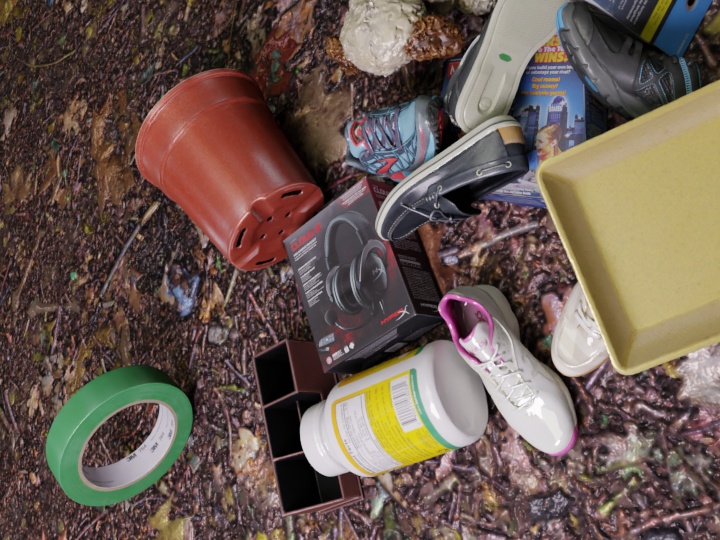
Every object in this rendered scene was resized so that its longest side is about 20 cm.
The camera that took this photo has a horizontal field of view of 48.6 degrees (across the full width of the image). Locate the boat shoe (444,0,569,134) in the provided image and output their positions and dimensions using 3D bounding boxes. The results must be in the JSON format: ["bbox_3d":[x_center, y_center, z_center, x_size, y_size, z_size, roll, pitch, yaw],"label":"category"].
[{"bbox_3d":[0.146,-0.235,0.796,0.202,0.071,0.068,-61,21,15],"label":"boat shoe"}]

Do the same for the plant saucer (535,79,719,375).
[{"bbox_3d":[0.279,-0.038,0.693,0.197,0.048,0.203,-23,88,16],"label":"plant saucer"}]

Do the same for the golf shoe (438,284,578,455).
[{"bbox_3d":[0.142,0.099,0.807,0.075,0.091,0.201,-45,59,22],"label":"golf shoe"}]

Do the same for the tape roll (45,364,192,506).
[{"bbox_3d":[-0.329,0.228,1.101,0.048,0.199,0.203,36,105,37],"label":"tape roll"}]

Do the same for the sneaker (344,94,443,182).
[{"bbox_3d":[0.030,-0.140,0.879,0.200,0.094,0.081,150,125,-74],"label":"sneaker"}]

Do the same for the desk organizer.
[{"bbox_3d":[-0.067,0.189,0.972,0.071,0.076,0.203,-28,66,32],"label":"desk organizer"}]

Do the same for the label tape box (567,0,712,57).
[{"bbox_3d":[0.251,-0.303,0.731,0.063,0.198,0.146,42,109,53],"label":"label tape box"}]

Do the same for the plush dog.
[{"bbox_3d":[0.040,-0.301,0.898,0.197,0.160,0.174,-1,65,37],"label":"plush dog"}]

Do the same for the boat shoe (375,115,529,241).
[{"bbox_3d":[0.091,-0.078,0.816,0.199,0.074,0.063,-35,69,35],"label":"boat shoe"}]

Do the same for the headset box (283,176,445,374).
[{"bbox_3d":[0.000,0.000,0.950,0.148,0.077,0.203,-33,64,31],"label":"headset box"}]

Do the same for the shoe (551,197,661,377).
[{"bbox_3d":[0.239,0.013,0.765,0.070,0.053,0.202,40,107,36],"label":"shoe"}]

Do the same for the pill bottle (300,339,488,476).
[{"bbox_3d":[0.031,0.160,0.874,0.198,0.112,0.115,-27,66,32],"label":"pill bottle"}]

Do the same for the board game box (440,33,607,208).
[{"bbox_3d":[0.179,-0.173,0.842,0.198,0.061,0.204,11,89,40],"label":"board game box"}]

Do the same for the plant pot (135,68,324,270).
[{"bbox_3d":[-0.158,-0.120,1.037,0.201,0.200,0.196,-51,63,21],"label":"plant pot"}]

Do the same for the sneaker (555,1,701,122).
[{"bbox_3d":[0.260,-0.178,0.735,0.082,0.073,0.200,-42,98,16],"label":"sneaker"}]
